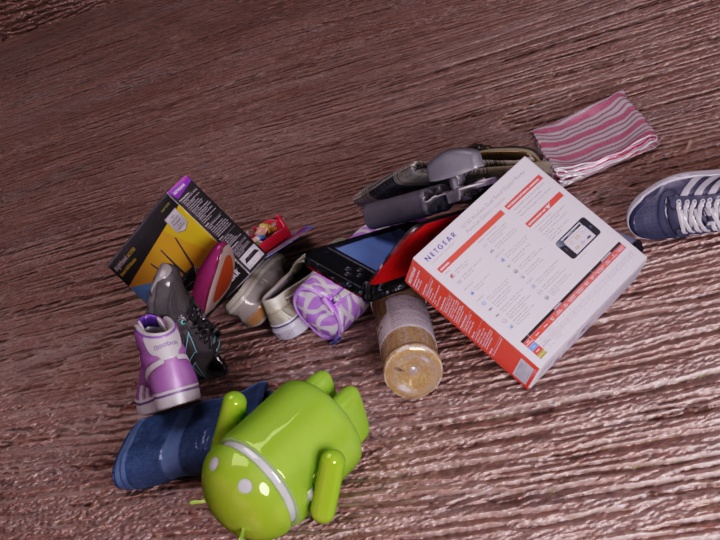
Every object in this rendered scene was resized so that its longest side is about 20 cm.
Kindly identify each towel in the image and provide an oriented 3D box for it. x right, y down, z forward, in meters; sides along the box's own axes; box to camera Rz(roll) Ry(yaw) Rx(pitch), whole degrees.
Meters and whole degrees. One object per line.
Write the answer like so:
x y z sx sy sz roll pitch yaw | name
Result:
0.309 -0.182 1.931 0.145 0.030 0.200 -23 25 6 | towel
0.114 -0.115 1.814 0.198 0.035 0.192 -2 -9 -22 | towel
-0.191 0.193 1.668 0.198 0.049 0.112 -15 28 23 | towel

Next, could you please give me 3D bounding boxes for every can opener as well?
0.077 -0.097 1.682 0.053 0.068 0.199 -16 3 -41 | can opener

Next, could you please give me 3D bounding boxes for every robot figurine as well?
-0.079 0.193 1.476 0.175 0.116 0.200 27 54 36 | robot figurine

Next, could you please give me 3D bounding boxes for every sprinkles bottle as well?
0.050 0.068 1.650 0.068 0.069 0.200 -23 25 6 | sprinkles bottle

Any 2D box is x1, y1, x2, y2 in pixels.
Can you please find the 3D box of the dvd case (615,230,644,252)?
0.222 -0.015 1.704 0.142 0.018 0.200 -33 25 -15 | dvd case

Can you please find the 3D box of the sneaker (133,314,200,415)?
-0.238 0.110 1.733 0.072 0.115 0.200 -17 -4 -21 | sneaker

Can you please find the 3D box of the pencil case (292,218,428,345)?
0.000 0.000 1.811 0.200 0.084 0.086 -46 -3 -33 | pencil case

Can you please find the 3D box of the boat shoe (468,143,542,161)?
0.161 -0.141 1.944 0.199 0.074 0.065 -7 36 36 | boat shoe

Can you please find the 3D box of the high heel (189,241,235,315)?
-0.223 0.027 1.835 0.096 0.201 0.067 30 36 11 | high heel

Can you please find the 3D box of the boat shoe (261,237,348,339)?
-0.059 0.009 1.879 0.071 0.062 0.200 -8 30 35 | boat shoe

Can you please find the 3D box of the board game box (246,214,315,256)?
-0.146 -0.037 2.009 0.157 0.039 0.200 -31 5 -7 | board game box

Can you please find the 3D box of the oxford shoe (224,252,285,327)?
-0.131 0.028 1.929 0.075 0.058 0.200 -49 4 17 | oxford shoe

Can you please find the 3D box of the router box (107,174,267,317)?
-0.230 -0.013 1.901 0.200 0.149 0.051 -43 5 46 | router box

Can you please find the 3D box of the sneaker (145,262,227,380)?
-0.210 0.065 1.771 0.078 0.201 0.076 9 51 13 | sneaker

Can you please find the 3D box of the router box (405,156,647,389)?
0.179 -0.002 1.551 0.200 0.179 0.049 -40 -17 -28 | router box

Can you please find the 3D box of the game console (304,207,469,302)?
0.061 -0.048 1.678 0.199 0.120 0.172 -17 34 -42 | game console

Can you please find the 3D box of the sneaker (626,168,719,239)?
0.385 -0.061 1.571 0.198 0.071 0.109 -14 25 19 | sneaker
